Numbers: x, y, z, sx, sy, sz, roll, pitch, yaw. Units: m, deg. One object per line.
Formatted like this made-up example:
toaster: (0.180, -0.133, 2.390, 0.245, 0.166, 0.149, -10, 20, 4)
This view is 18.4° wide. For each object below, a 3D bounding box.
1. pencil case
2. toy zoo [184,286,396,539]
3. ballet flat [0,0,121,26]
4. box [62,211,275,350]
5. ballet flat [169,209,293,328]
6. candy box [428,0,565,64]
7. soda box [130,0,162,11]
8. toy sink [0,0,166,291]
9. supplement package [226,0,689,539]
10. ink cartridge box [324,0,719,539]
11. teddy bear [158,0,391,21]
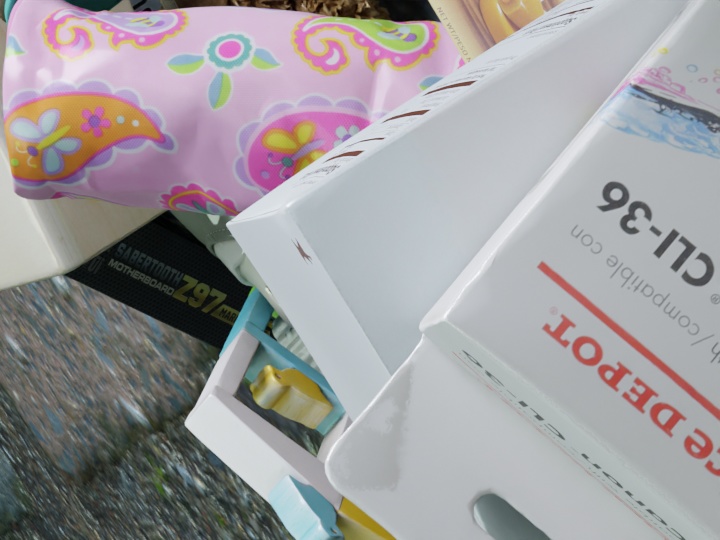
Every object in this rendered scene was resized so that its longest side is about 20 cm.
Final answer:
pencil case: (-0.037, -0.062, 0.857, 0.200, 0.087, 0.087, 3, 140, 8)
toy zoo: (-0.002, 0.066, 0.922, 0.131, 0.020, 0.200, 38, -156, -8)
ballet flat: (-0.093, -0.163, 0.845, 0.200, 0.068, 0.072, -41, 61, 54)
box: (-0.144, -0.026, 1.213, 0.158, 0.051, 0.200, 30, -178, -44)
ballet flat: (0.000, 0.000, 0.910, 0.200, 0.064, 0.067, 12, 162, 10)
candy box: (0.045, -0.147, 0.747, 0.200, 0.055, 0.115, 60, 158, -8)
soda box: (-0.119, -0.129, 1.089, 0.064, 0.068, 0.200, 33, 149, 40)
toy sink: (-0.189, -0.062, 1.038, 0.200, 0.112, 0.130, -14, 106, 44)
supplement package: (0.101, 0.011, 0.623, 0.191, 0.200, 0.147, 59, 172, -5)
ink cartridge box: (0.095, 0.005, 0.508, 0.116, 0.200, 0.067, 40, 175, 1)
teddy bear: (-0.047, -0.123, 0.923, 0.145, 0.067, 0.200, 17, 128, 41)
